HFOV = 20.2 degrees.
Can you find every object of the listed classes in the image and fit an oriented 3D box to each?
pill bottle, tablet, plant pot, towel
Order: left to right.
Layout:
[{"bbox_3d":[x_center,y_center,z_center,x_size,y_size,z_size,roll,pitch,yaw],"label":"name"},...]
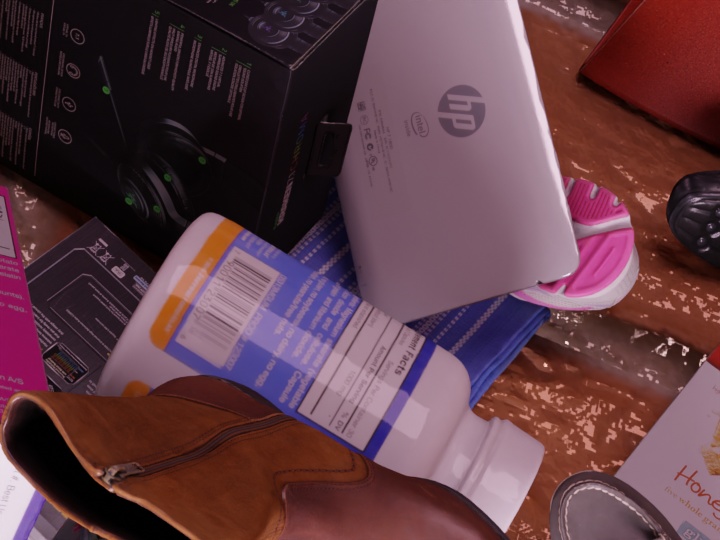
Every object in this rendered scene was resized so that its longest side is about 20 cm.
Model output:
[{"bbox_3d":[-0.017,0.068,0.967,0.199,0.112,0.112,31,49,0],"label":"pill bottle"},{"bbox_3d":[0.000,0.000,1.146,0.200,0.024,0.145,39,49,9],"label":"towel"},{"bbox_3d":[0.038,-0.080,1.095,0.014,0.129,0.202,0,76,-64],"label":"tablet"},{"bbox_3d":[0.292,-0.176,1.298,0.176,0.200,0.200,41,50,-2],"label":"plant pot"}]

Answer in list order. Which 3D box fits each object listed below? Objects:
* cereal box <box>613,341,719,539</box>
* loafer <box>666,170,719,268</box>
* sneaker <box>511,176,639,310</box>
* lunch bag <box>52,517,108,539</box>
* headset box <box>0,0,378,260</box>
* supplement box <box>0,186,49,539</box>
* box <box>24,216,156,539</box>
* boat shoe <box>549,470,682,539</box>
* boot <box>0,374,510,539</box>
[{"bbox_3d":[0.211,0.137,1.116,0.144,0.040,0.200,38,51,9],"label":"cereal box"},{"bbox_3d":[0.273,-0.034,1.257,0.199,0.068,0.071,7,44,-23],"label":"loafer"},{"bbox_3d":[0.077,-0.031,1.149,0.200,0.088,0.082,36,85,31],"label":"sneaker"},{"bbox_3d":[-0.053,0.163,0.873,0.199,0.077,0.161,36,15,-7],"label":"lunch bag"},{"bbox_3d":[-0.097,-0.104,1.066,0.199,0.175,0.093,29,47,14],"label":"headset box"},{"bbox_3d":[-0.201,0.044,0.865,0.103,0.102,0.200,15,28,-25],"label":"supplement box"},{"bbox_3d":[-0.121,0.088,1.013,0.200,0.048,0.158,41,52,10],"label":"box"},{"bbox_3d":[0.155,0.189,1.010,0.066,0.057,0.201,-26,78,0],"label":"boat shoe"},{"bbox_3d":[-0.027,0.097,0.798,0.188,0.069,0.200,38,6,13],"label":"boot"}]
